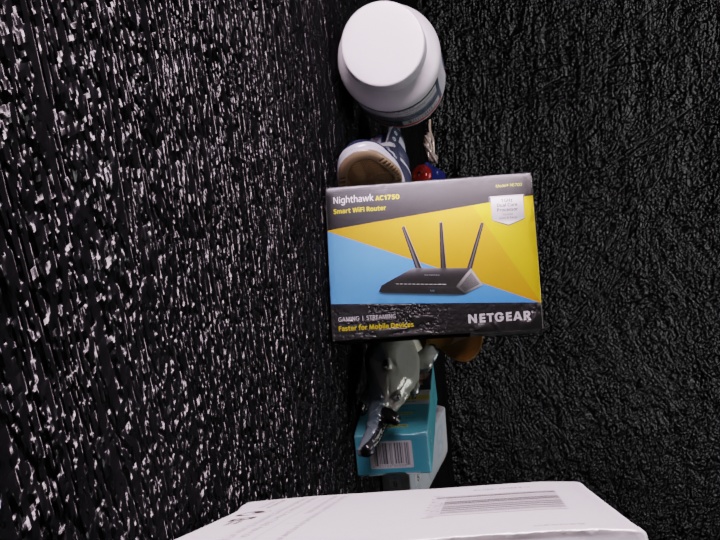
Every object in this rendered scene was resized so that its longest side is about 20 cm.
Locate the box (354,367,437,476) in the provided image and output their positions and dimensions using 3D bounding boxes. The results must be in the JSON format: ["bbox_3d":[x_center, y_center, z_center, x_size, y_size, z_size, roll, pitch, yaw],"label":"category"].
[{"bbox_3d":[0.045,0.169,1.029,0.200,0.081,0.050,-68,153,-74],"label":"box"}]

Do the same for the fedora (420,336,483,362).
[{"bbox_3d":[0.081,0.045,1.201,0.201,0.081,0.202,44,-32,37],"label":"fedora"}]

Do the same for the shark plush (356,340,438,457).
[{"bbox_3d":[0.030,0.133,0.969,0.090,0.083,0.201,33,33,-25],"label":"shark plush"}]

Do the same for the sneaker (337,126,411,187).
[{"bbox_3d":[0.014,-0.124,0.994,0.200,0.069,0.110,45,30,-65],"label":"sneaker"}]

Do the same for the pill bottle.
[{"bbox_3d":[0.036,-0.238,1.019,0.200,0.118,0.121,0,87,-82],"label":"pill bottle"}]

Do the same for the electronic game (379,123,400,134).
[{"bbox_3d":[0.033,-0.131,1.232,0.200,0.041,0.202,3,90,-88],"label":"electronic game"}]

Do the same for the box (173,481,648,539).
[{"bbox_3d":[0.020,0.173,0.392,0.199,0.198,0.132,50,35,-78],"label":"box"}]

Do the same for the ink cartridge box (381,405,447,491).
[{"bbox_3d":[0.084,0.315,1.241,0.160,0.047,0.202,-46,132,-59],"label":"ink cartridge box"}]

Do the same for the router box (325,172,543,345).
[{"bbox_3d":[0.069,-0.009,0.851,0.051,0.198,0.151,55,31,-80],"label":"router box"}]

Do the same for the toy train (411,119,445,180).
[{"bbox_3d":[0.078,-0.118,1.341,0.084,0.115,0.202,23,52,-48],"label":"toy train"}]

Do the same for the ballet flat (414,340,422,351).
[{"bbox_3d":[0.056,0.137,1.187,0.075,0.073,0.201,-86,169,-47],"label":"ballet flat"}]
